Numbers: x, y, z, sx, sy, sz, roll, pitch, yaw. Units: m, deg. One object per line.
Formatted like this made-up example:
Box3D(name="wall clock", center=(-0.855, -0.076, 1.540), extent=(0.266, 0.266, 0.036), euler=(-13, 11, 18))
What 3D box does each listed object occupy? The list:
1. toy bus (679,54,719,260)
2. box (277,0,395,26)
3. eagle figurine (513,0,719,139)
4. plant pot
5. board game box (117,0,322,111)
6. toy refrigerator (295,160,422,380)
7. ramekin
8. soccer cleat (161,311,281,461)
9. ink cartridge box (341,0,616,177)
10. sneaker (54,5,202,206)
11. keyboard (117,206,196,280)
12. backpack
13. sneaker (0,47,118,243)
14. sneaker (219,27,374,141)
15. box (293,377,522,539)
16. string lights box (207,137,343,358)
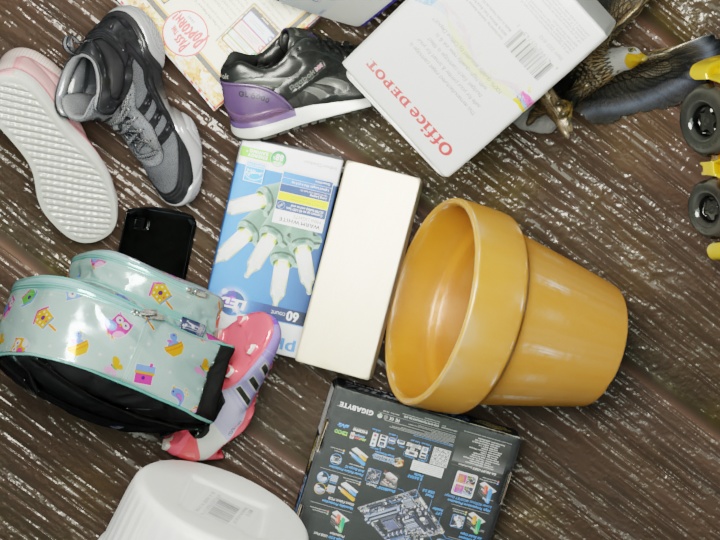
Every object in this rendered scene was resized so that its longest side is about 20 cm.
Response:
Box3D(name="toy bus", center=(0.415, -0.108, 1.405), extent=(0.136, 0.192, 0.200), euler=(-10, 99, -32))
Box3D(name="box", center=(0.008, -0.347, 1.351), extent=(0.105, 0.184, 0.200), euler=(17, 76, -19))
Box3D(name="eagle figurine", center=(0.239, -0.209, 1.452), extent=(0.200, 0.151, 0.152), euler=(-36, 142, -27))
Box3D(name="plant pot", center=(0.147, 0.050, 1.437), extent=(0.183, 0.200, 0.200), euler=(15, 95, -19))
Box3D(name="board game box", center=(-0.116, -0.276, 1.455), extent=(0.200, 0.046, 0.152), euler=(-40, 96, 2))
Box3D(name="toy refrigerator", center=(0.000, 0.000, 1.467), extent=(0.076, 0.070, 0.200), euler=(14, 90, 5))
Box3D(name="ramekin", center=(-0.147, 0.263, 1.428), extent=(0.200, 0.200, 0.098), euler=(22, 102, -4))
Box3D(name="soccer cleat", center=(-0.124, 0.114, 1.457), extent=(0.076, 0.067, 0.200), euler=(16, 126, -34))
Box3D(name="ink cartridge box", center=(0.106, -0.204, 1.353), extent=(0.200, 0.085, 0.145), euler=(-41, 94, 23))
Box3D(name="sneaker", center=(-0.224, -0.142, 1.418), extent=(0.075, 0.114, 0.200), euler=(-4, 111, 37))
Box3D(name="keyboard", center=(-0.234, 0.031, 1.497), extent=(0.104, 0.040, 0.200), euler=(11, 95, -27))
Box3D(name="backpack", center=(-0.234, 0.064, 1.387), extent=(0.200, 0.176, 0.153), euler=(17, 78, -30))
Box3D(name="sneaker", center=(-0.294, -0.128, 1.454), extent=(0.075, 0.105, 0.200), euler=(-23, 123, 8))
Box3D(name="sneaker", center=(-0.036, -0.194, 1.428), extent=(0.200, 0.076, 0.088), euler=(-21, 120, -13))
Box3D(name="box", center=(0.040, 0.231, 1.513), extent=(0.200, 0.050, 0.199), euler=(16, 96, -4))
Box3D(name="string lights box", center=(-0.088, -0.024, 1.476), extent=(0.103, 0.059, 0.200), euler=(12, 96, -4))
